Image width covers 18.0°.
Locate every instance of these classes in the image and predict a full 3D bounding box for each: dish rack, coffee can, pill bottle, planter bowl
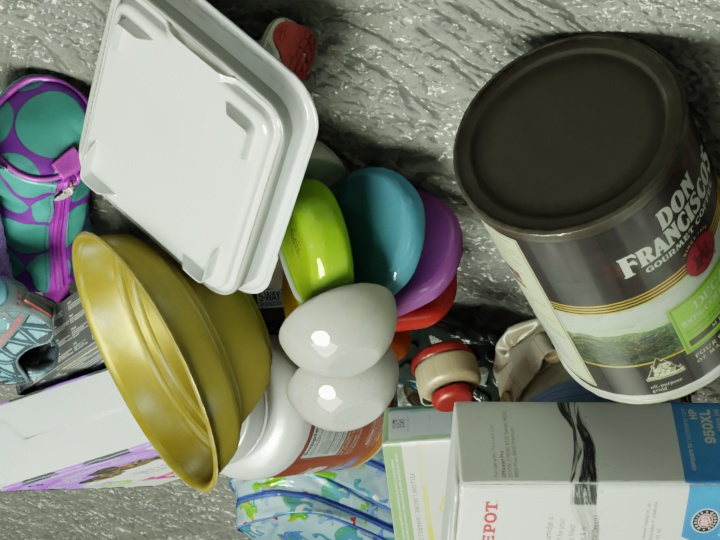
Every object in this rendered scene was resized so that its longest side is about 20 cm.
[{"bbox_3d":[-0.116,-0.083,1.469,0.171,0.043,0.201,41,139,18],"label":"dish rack"},{"bbox_3d":[0.159,-0.029,1.421,0.145,0.147,0.200,3,149,28],"label":"coffee can"},{"bbox_3d":[-0.065,0.103,1.745,0.111,0.113,0.200,0,179,32],"label":"pill bottle"},{"bbox_3d":[-0.118,0.047,1.584,0.201,0.083,0.201,50,157,31],"label":"planter bowl"}]

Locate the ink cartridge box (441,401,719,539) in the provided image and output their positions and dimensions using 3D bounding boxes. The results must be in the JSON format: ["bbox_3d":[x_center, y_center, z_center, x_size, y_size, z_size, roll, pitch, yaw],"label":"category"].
[{"bbox_3d":[0.157,0.167,1.564,0.198,0.085,0.145,1,132,-3],"label":"ink cartridge box"}]

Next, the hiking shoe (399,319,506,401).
[{"bbox_3d":[0.078,0.069,1.737,0.199,0.075,0.087,24,-175,5],"label":"hiking shoe"}]

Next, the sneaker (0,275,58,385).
[{"bbox_3d":[-0.277,0.070,1.706,0.095,0.080,0.200,13,152,-15],"label":"sneaker"}]

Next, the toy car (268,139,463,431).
[{"bbox_3d":[0.000,0.000,1.590,0.149,0.176,0.200,-17,151,-7],"label":"toy car"}]

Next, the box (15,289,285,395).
[{"bbox_3d":[-0.167,0.047,1.784,0.157,0.050,0.200,-3,164,-31],"label":"box"}]

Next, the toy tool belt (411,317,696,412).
[{"bbox_3d":[0.144,0.099,1.617,0.198,0.124,0.125,-9,151,-8],"label":"toy tool belt"}]

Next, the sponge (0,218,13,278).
[{"bbox_3d":[-0.318,0.006,1.710,0.111,0.030,0.200,8,152,2],"label":"sponge"}]

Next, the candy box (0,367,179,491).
[{"bbox_3d":[-0.171,0.125,1.837,0.167,0.072,0.199,-19,166,31],"label":"candy box"}]

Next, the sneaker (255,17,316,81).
[{"bbox_3d":[-0.098,-0.112,1.507,0.082,0.078,0.200,37,143,-12],"label":"sneaker"}]

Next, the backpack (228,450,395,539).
[{"bbox_3d":[-0.017,0.193,1.955,0.200,0.154,0.163,45,149,-23],"label":"backpack"}]

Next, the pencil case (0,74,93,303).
[{"bbox_3d":[-0.236,-0.058,1.676,0.085,0.093,0.200,-22,159,-17],"label":"pencil case"}]

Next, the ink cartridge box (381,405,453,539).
[{"bbox_3d":[0.122,0.167,1.795,0.198,0.048,0.146,-3,130,6],"label":"ink cartridge box"}]

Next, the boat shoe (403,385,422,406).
[{"bbox_3d":[0.109,0.143,1.844,0.200,0.065,0.072,36,148,-29],"label":"boat shoe"}]
